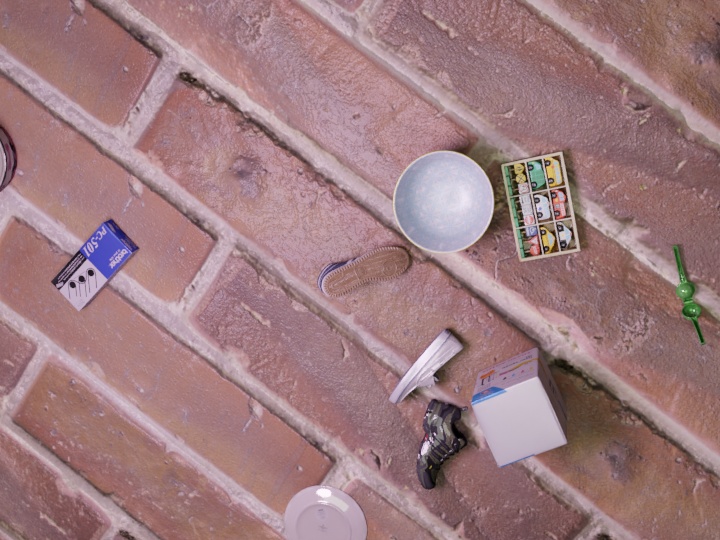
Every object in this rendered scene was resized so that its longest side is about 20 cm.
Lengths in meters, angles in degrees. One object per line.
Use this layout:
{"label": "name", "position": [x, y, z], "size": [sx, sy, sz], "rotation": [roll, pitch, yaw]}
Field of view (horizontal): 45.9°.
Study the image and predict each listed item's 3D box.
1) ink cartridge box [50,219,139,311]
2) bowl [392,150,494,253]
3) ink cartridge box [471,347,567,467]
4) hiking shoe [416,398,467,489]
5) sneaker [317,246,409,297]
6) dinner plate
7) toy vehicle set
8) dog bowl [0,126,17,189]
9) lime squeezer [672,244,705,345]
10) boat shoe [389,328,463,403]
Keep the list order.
{"label": "ink cartridge box", "position": [-0.597, -0.011, 1.908], "size": [0.094, 0.044, 0.200], "rotation": [45, 107, -3]}
{"label": "bowl", "position": [0.169, -0.143, 1.691], "size": [0.197, 0.108, 0.204], "rotation": [2, 103, 10]}
{"label": "ink cartridge box", "position": [0.320, 0.270, 1.705], "size": [0.146, 0.200, 0.146], "rotation": [-24, 95, 16]}
{"label": "hiking shoe", "position": [0.177, 0.382, 1.823], "size": [0.099, 0.076, 0.203], "rotation": [9, 103, 13]}
{"label": "sneaker", "position": [0.000, 0.000, 1.786], "size": [0.197, 0.108, 0.071], "rotation": [-21, 96, -16]}
{"label": "dinner plate", "position": [-0.083, 0.591, 1.951], "size": [0.197, 0.024, 0.204], "rotation": [2, 102, 11]}
{"label": "toy vehicle set", "position": [0.360, -0.127, 1.698], "size": [0.122, 0.027, 0.203], "rotation": [-11, 100, 14]}
{"label": "dog bowl", "position": [-0.859, -0.251, 1.893], "size": [0.197, 0.074, 0.204], "rotation": [3, 104, 11]}
{"label": "lime squeezer", "position": [0.639, 0.054, 1.666], "size": [0.037, 0.070, 0.203], "rotation": [-20, 68, 31]}
{"label": "boat shoe", "position": [0.138, 0.216, 1.796], "size": [0.065, 0.074, 0.201], "rotation": [40, 108, 5]}
